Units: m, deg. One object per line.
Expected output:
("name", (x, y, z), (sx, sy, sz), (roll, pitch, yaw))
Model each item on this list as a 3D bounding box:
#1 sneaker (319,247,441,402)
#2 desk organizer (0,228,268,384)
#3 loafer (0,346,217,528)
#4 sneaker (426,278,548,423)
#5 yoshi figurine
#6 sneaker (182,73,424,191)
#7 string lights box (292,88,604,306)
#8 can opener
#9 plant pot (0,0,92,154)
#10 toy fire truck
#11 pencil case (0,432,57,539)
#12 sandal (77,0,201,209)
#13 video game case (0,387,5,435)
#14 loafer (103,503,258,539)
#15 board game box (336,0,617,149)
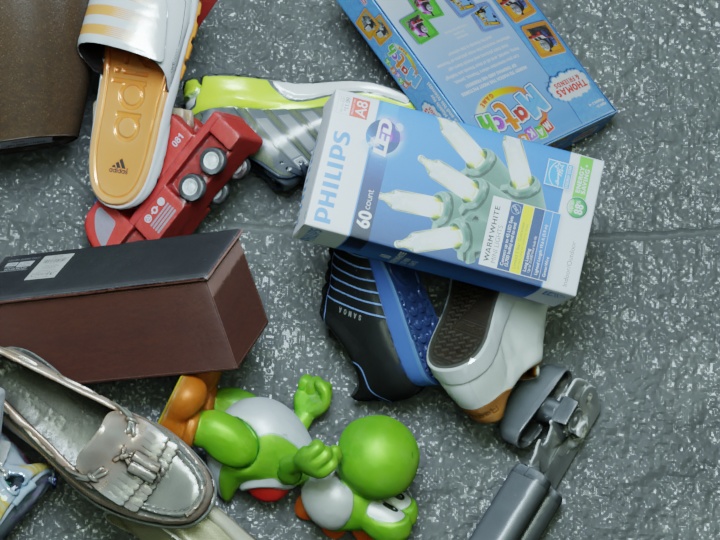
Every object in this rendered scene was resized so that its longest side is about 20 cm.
("sneaker", (0.000, 0.000, 1.656), (0.078, 0.070, 0.201), (-19, 84, 31))
("desk organizer", (-0.174, 0.030, 1.617), (0.199, 0.072, 0.077), (-6, 117, 24))
("loafer", (-0.192, 0.115, 1.564), (0.200, 0.063, 0.072), (31, 81, 16))
("sneaker", (0.107, 0.030, 1.676), (0.073, 0.085, 0.200), (-3, 43, 35))
("yoshi figurine", (-0.039, 0.119, 1.618), (0.200, 0.112, 0.113), (28, 67, 0))
("sneaker", (-0.037, -0.099, 1.703), (0.199, 0.074, 0.081), (2, 80, 4))
("string lights box", (0.062, -0.050, 1.593), (0.199, 0.059, 0.103), (14, 80, -9))
("can opener", (0.111, 0.161, 1.655), (0.067, 0.053, 0.200), (22, 71, 35))
("plant pot", (-0.267, -0.190, 1.662), (0.186, 0.187, 0.201), (-9, 89, -7))
("toy fire truck", (-0.151, -0.104, 1.665), (0.141, 0.049, 0.200), (44, 103, 19))
("pencil case", (-0.314, 0.115, 1.601), (0.200, 0.091, 0.083), (38, 75, 7))
("sandal", (-0.166, -0.148, 1.615), (0.079, 0.059, 0.207), (6, 89, 24))
("video game case", (-0.350, 0.154, 1.562), (0.199, 0.023, 0.182), (10, 100, 13))
("loafer", (-0.103, 0.214, 1.599), (0.200, 0.076, 0.068), (30, 68, 3))
("board game box", (0.085, -0.170, 1.711), (0.151, 0.037, 0.200), (-26, 75, -42))
